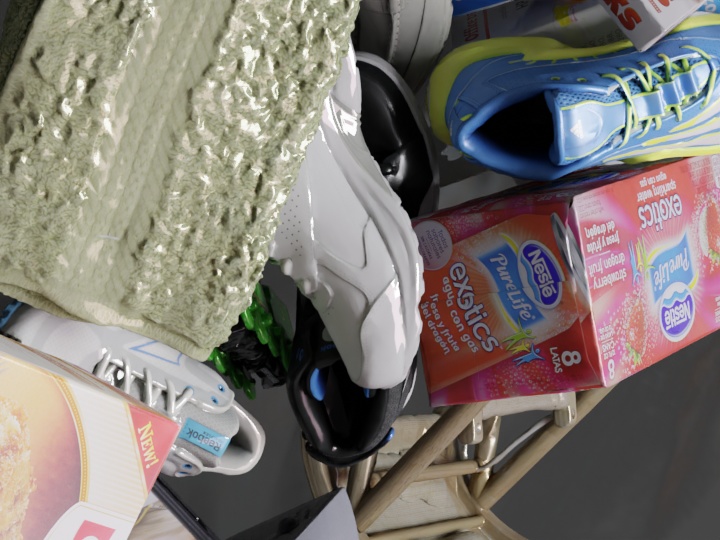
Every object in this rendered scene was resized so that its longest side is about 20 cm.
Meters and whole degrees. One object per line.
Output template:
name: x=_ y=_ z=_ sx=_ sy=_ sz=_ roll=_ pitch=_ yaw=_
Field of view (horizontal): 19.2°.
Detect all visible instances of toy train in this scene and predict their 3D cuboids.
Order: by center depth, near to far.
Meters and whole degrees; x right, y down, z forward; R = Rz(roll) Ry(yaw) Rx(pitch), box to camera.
toy train: x=-0.063 y=0.018 z=1.048 sx=0.200 sy=0.042 sz=0.057 roll=58 pitch=17 yaw=-72

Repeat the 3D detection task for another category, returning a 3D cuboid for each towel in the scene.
towel: x=-0.085 y=-0.069 z=0.887 sx=0.148 sy=0.036 sz=0.201 roll=17 pitch=102 yaw=-22

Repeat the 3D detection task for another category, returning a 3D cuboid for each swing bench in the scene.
swing bench: x=0.070 y=0.083 z=1.313 sx=0.199 sy=0.129 sz=0.201 roll=4 pitch=114 yaw=-64

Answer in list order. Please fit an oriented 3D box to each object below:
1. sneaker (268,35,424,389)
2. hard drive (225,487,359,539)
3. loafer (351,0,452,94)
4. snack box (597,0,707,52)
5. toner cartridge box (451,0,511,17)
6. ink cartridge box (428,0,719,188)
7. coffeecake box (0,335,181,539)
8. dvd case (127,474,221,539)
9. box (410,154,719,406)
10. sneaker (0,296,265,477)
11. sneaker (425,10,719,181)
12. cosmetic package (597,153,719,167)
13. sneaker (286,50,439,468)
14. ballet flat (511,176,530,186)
sneaker: x=-0.037 y=-0.033 z=0.969 sx=0.099 sy=0.078 sz=0.201 roll=-21 pitch=98 yaw=-14
hard drive: x=-0.088 y=0.198 z=1.119 sx=0.135 sy=0.042 sz=0.200 roll=-30 pitch=-171 yaw=48
loafer: x=0.009 y=-0.164 z=1.054 sx=0.069 sy=0.070 sz=0.201 roll=-15 pitch=136 yaw=-21
snack box: x=0.099 y=-0.203 z=1.053 sx=0.072 sy=0.200 sz=0.024 roll=-38 pitch=179 yaw=-43
toner cartridge box: x=0.102 y=-0.214 z=1.152 sx=0.200 sy=0.043 sz=0.095 roll=-35 pitch=108 yaw=-47
ink cartridge box: x=0.113 y=-0.122 z=1.158 sx=0.115 sy=0.199 sz=0.068 roll=-87 pitch=153 yaw=-68
coffeecake box: x=-0.187 y=0.090 z=0.825 sx=0.200 sy=0.073 sz=0.154 roll=27 pitch=88 yaw=-48
dvd case: x=-0.146 y=0.147 z=1.010 sx=0.142 sy=0.018 sz=0.200 roll=-35 pitch=150 yaw=-3
box: x=0.113 y=0.001 z=1.090 sx=0.200 sy=0.099 sz=0.096 roll=-18 pitch=98 yaw=-59
sneaker: x=-0.103 y=0.057 z=1.001 sx=0.075 sy=0.086 sz=0.200 roll=-64 pitch=153 yaw=1
sneaker: x=0.132 y=-0.076 z=1.057 sx=0.105 sy=0.199 sz=0.076 roll=-85 pitch=167 yaw=-67
cosmetic package: x=0.253 y=-0.127 z=1.332 sx=0.166 sy=0.199 sz=0.165 roll=87 pitch=12 yaw=-46
sneaker: x=0.000 y=0.000 z=1.052 sx=0.112 sy=0.073 sz=0.201 roll=-70 pitch=159 yaw=-71
ballet flat: x=0.103 y=-0.119 z=1.260 sx=0.073 sy=0.073 sz=0.201 roll=-33 pitch=134 yaw=-48
